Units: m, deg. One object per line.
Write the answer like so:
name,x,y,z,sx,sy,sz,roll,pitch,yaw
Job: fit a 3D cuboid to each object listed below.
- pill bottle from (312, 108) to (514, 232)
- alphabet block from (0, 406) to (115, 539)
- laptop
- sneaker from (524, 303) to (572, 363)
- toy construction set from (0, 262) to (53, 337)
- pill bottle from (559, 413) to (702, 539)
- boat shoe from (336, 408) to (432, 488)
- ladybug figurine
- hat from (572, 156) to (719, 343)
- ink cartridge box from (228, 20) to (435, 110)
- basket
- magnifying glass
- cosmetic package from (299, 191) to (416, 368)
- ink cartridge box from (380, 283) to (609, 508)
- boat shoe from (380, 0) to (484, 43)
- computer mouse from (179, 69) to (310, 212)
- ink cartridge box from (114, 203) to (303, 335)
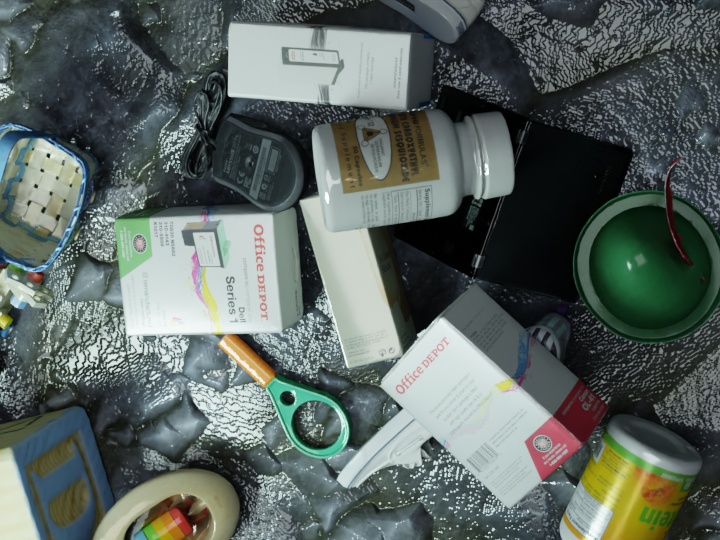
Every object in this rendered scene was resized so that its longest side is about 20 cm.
pill bottle,0.054,-0.109,1.287,0.200,0.114,0.115,-9,99,-4
alphabet block,-0.442,0.300,1.524,0.200,0.195,0.197,-14,95,17
laptop,0.169,-0.086,1.396,0.200,0.116,0.188,29,107,37
sneaker,0.200,0.133,1.404,0.074,0.088,0.200,31,131,18
toy construction set,-0.459,0.053,1.510,0.200,0.131,0.092,-40,89,14
pill bottle,0.292,0.273,1.380,0.111,0.111,0.200,24,105,8
boat shoe,0.057,0.200,1.444,0.200,0.074,0.065,-44,84,18
ladybug figurine,-0.245,0.317,1.517,0.200,0.072,0.136,-29,105,-8
hat,0.305,0.001,1.282,0.166,0.176,0.200,-32,95,12
ink cartridge box,-0.030,-0.226,1.347,0.200,0.146,0.084,6,102,13
basket,-0.394,-0.088,1.432,0.139,0.200,0.177,27,106,8
magnifying glass,-0.094,0.150,1.499,0.200,0.022,0.080,43,107,4
cosmetic package,0.000,0.000,1.406,0.071,0.105,0.200,-14,98,13
ink cartridge box,0.143,0.136,1.328,0.200,0.086,0.148,45,134,6
boat shoe,0.050,-0.334,1.354,0.200,0.071,0.070,38,73,16
computer mouse,-0.121,-0.136,1.419,0.200,0.053,0.139,34,113,34
ink cartridge box,-0.178,-0.002,1.458,0.200,0.084,0.145,-2,100,14
